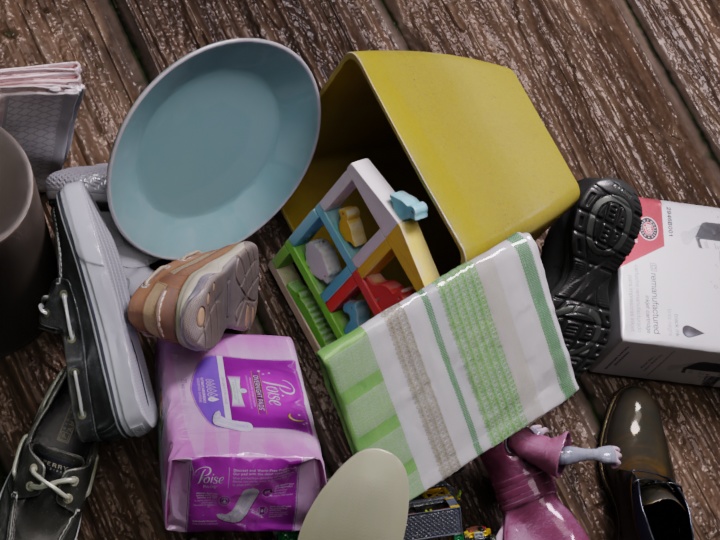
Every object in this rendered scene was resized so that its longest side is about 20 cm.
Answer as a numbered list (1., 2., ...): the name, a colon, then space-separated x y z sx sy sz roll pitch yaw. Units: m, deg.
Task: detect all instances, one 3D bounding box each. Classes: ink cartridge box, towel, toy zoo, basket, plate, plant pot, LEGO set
1. ink cartridge box: 0.310 0.023 1.389 0.198 0.084 0.146 7 65 -13
2. towel: -0.320 -0.098 1.206 0.189 0.200 0.033 -9 72 -20
3. toy zoo: 0.000 0.000 1.251 0.020 0.200 0.132 -19 73 -37
4. basket: -0.313 -0.024 1.175 0.179 0.200 0.137 -4 68 -16
5. plate: -0.119 -0.099 1.224 0.199 0.201 0.026 -28 48 -24
6. plant pot: 0.064 -0.068 1.312 0.175 0.200 0.201 -18 72 -34
7. towel: 0.068 0.076 1.168 0.199 0.031 0.150 -28 112 -22
8. LEGO set: 0.004 0.231 1.221 0.198 0.116 0.155 -14 101 -6

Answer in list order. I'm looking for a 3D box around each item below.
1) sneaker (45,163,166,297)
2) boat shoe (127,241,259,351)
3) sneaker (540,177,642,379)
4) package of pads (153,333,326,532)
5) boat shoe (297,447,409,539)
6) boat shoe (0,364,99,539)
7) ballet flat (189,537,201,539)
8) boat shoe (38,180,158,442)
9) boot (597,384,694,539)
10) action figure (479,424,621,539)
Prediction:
1. sneaker: -0.177 -0.033 1.286 0.199 0.075 0.116 -11 103 -48
2. boat shoe: -0.130 0.015 1.230 0.071 0.200 0.077 5 96 11
3. sneaker: 0.185 0.011 1.348 0.075 0.091 0.201 21 98 -15
4. package of pads: -0.097 0.120 1.190 0.119 0.076 0.200 1 26 -11
5. boat shoe: -0.016 0.221 1.124 0.073 0.063 0.203 16 98 -1
6. boat shoe: -0.242 0.158 1.192 0.070 0.064 0.202 15 64 -8
7. ballet flat: -0.122 0.306 1.167 0.069 0.069 0.202 -12 72 -19
8. boat shoe: -0.213 0.034 1.165 0.070 0.072 0.202 -15 82 3
9. boot: 0.251 0.182 1.297 0.074 0.097 0.202 6 66 -13
10. action figure: 0.130 0.184 1.251 0.148 0.134 0.202 -19 83 -21
